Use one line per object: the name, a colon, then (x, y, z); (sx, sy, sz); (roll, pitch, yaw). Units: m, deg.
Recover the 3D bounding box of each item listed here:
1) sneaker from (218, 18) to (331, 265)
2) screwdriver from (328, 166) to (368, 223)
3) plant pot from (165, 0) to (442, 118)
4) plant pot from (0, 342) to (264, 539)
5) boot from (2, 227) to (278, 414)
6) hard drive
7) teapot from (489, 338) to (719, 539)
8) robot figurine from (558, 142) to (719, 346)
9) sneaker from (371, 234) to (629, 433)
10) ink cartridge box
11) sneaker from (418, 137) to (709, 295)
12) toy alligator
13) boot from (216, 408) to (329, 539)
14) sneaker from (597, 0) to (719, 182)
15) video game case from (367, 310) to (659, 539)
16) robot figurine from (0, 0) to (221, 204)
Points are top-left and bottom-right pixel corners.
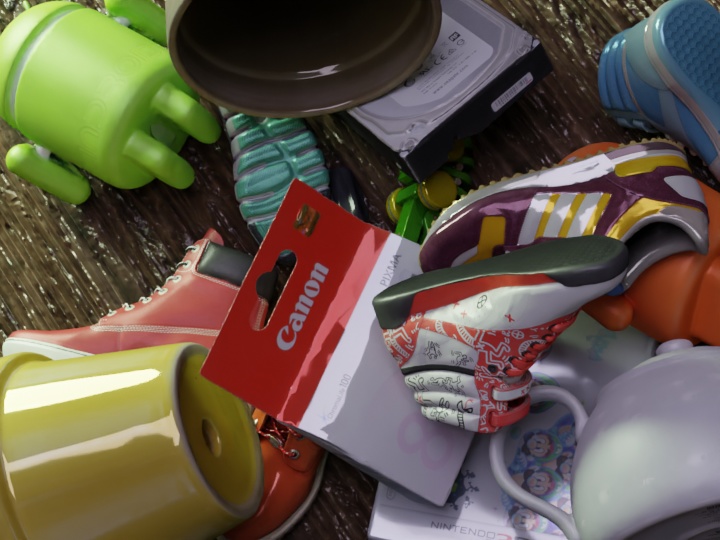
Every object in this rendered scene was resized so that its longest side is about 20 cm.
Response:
sneaker: (-0.071, -0.102, 1.518); (0.074, 0.088, 0.200); (-15, 90, -2)
screwdriver: (0.000, 0.000, 1.454); (0.029, 0.028, 0.200); (-31, 49, 25)
plant pot: (-0.050, -0.238, 1.413); (0.200, 0.200, 0.174); (-13, 58, 6)
plant pot: (-0.179, 0.140, 1.343); (0.189, 0.201, 0.201); (-20, 65, 18)
boot: (-0.168, 0.032, 1.477); (0.200, 0.072, 0.144); (7, 70, 5)
hard drive: (0.038, -0.164, 1.489); (0.140, 0.038, 0.200); (-40, 43, -6)
teapot: (0.223, 0.116, 1.303); (0.197, 0.200, 0.146); (-39, 53, 43)
robot figurine: (0.206, -0.019, 1.389); (0.200, 0.117, 0.144); (32, 84, 29)
sneaker: (0.107, 0.046, 1.274); (0.201, 0.067, 0.108); (-13, 104, 39)
ink cartridge box: (0.008, 0.052, 1.351); (0.057, 0.200, 0.163); (3, 64, 54)
sneaker: (0.137, -0.019, 1.307); (0.200, 0.075, 0.090); (-21, 57, 12)
toy alligator: (0.055, -0.044, 1.472); (0.054, 0.059, 0.200); (19, 68, -25)
boot: (-0.055, 0.110, 1.403); (0.075, 0.107, 0.200); (27, 78, 18)
sneaker: (0.258, -0.111, 1.449); (0.080, 0.131, 0.200); (-38, 102, -23)
video game case: (0.114, 0.119, 1.409); (0.182, 0.024, 0.200); (9, 70, 14)
robot figurine: (-0.210, -0.141, 1.526); (0.200, 0.116, 0.176); (29, 89, 20)
